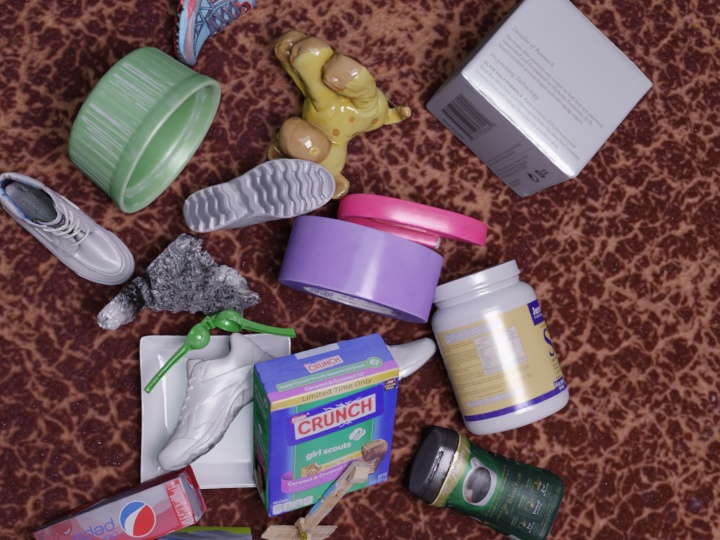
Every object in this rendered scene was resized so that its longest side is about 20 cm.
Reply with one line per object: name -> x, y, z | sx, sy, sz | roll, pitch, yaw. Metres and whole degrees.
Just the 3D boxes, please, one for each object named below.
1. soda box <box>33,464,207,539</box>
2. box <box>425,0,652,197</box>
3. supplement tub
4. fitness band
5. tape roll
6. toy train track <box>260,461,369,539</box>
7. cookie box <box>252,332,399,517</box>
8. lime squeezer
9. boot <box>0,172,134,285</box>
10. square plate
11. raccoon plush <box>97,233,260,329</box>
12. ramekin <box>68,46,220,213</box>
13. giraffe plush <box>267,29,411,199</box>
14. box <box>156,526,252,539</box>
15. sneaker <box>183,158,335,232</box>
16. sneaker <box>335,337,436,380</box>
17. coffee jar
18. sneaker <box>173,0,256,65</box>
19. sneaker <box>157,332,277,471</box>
soda box -> -0.298, 0.313, 1.262 | 0.199, 0.070, 0.064 | -21, 92, 3
box -> 0.228, -0.231, 1.332 | 0.200, 0.199, 0.172 | 42, 81, -5
supplement tub -> 0.178, 0.100, 1.327 | 0.144, 0.145, 0.201 | -18, 89, -9
fitness band -> 0.067, -0.061, 1.323 | 0.199, 0.144, 0.038 | 12, 85, -7
tape roll -> 0.000, 0.000, 1.281 | 0.199, 0.200, 0.086 | 16, 83, -7
toy train track -> -0.049, 0.317, 1.278 | 0.114, 0.033, 0.200 | 12, 125, -41
cookie box -> -0.046, 0.192, 1.249 | 0.170, 0.075, 0.201 | -13, 129, -21
lime squeezer -> -0.183, 0.090, 1.265 | 0.199, 0.038, 0.071 | -21, 72, -2
boot -> -0.378, -0.051, 1.281 | 0.199, 0.096, 0.074 | 34, 82, -5
square plate -> -0.189, 0.185, 1.326 | 0.197, 0.028, 0.202 | -1, 86, -8
raccoon plush -> -0.226, 0.049, 1.284 | 0.134, 0.097, 0.200 | 44, 59, -3
ramekin -> -0.273, -0.180, 1.260 | 0.097, 0.200, 0.200 | 36, 82, 3
giraffe plush -> -0.051, -0.194, 1.330 | 0.200, 0.172, 0.163 | 32, 92, -39
box -> -0.191, 0.351, 1.226 | 0.121, 0.200, 0.048 | 3, 86, -8
sneaker -> -0.127, -0.099, 1.307 | 0.199, 0.082, 0.075 | -10, 91, 10
sneaker -> 0.005, 0.123, 1.339 | 0.199, 0.070, 0.081 | -22, 86, -9
coffee jar -> 0.162, 0.285, 1.341 | 0.199, 0.085, 0.105 | 25, 85, -7
sneaker -> -0.187, -0.362, 1.342 | 0.095, 0.079, 0.201 | 19, 84, -9
sneaker -> -0.197, 0.163, 1.282 | 0.099, 0.078, 0.200 | 41, 72, 3
